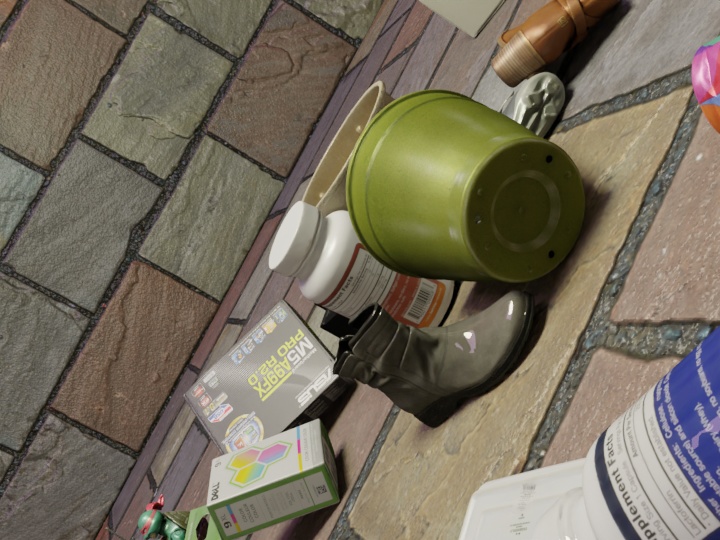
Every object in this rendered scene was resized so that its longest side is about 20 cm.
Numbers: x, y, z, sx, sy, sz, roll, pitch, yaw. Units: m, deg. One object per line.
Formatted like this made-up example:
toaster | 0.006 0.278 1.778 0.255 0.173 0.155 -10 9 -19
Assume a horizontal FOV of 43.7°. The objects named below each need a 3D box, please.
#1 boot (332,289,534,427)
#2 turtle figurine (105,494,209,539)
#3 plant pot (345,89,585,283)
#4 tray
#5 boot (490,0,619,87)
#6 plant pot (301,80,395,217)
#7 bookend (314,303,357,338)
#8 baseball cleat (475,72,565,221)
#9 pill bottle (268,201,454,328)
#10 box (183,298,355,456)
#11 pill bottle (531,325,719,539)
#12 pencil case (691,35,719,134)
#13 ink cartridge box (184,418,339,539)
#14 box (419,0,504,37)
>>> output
boot | 0.061 0.068 0.845 0.200 0.130 0.068 -49 17 39
turtle figurine | -0.219 0.357 1.127 0.101 0.199 0.150 -61 13 -3
plant pot | 0.111 -0.070 0.873 0.201 0.199 0.193 -60 25 0
tray | 0.119 0.182 0.631 0.200 0.022 0.108 -39 25 58
boot | 0.239 -0.301 1.087 0.155 0.077 0.200 -39 0 27
plant pot | 0.048 -0.103 1.133 0.201 0.183 0.201 -54 15 22
bookend | -0.008 0.028 1.263 0.200 0.092 0.200 -44 21 53
baseball cleat | 0.167 -0.138 1.050 0.200 0.070 0.106 -51 7 -3
pill bottle | 0.000 0.000 1.041 0.112 0.199 0.113 -53 21 31
box | -0.128 0.162 1.235 0.200 0.044 0.160 -43 54 0
pill bottle | 0.174 0.095 0.407 0.200 0.115 0.116 -53 15 31
pencil case | 0.296 -0.146 0.541 0.200 0.088 0.089 -29 33 62
ink cartridge box | -0.127 0.258 1.071 0.198 0.060 0.104 -21 19 2
box | 0.194 -0.536 1.613 0.109 0.127 0.201 -48 17 41
